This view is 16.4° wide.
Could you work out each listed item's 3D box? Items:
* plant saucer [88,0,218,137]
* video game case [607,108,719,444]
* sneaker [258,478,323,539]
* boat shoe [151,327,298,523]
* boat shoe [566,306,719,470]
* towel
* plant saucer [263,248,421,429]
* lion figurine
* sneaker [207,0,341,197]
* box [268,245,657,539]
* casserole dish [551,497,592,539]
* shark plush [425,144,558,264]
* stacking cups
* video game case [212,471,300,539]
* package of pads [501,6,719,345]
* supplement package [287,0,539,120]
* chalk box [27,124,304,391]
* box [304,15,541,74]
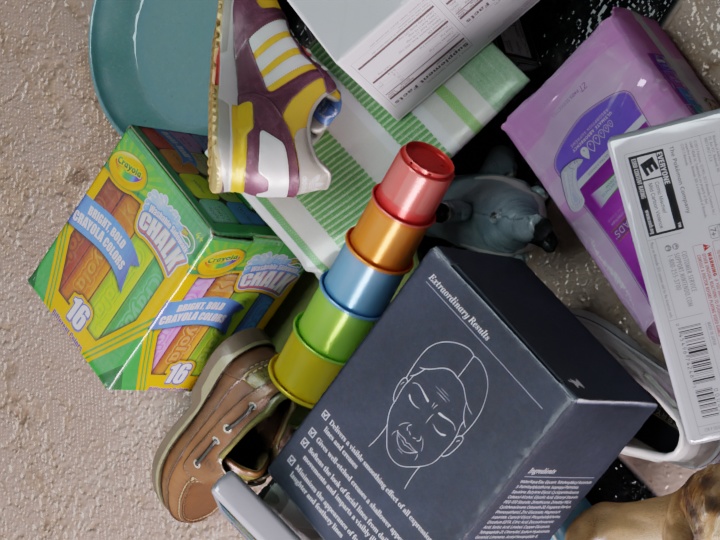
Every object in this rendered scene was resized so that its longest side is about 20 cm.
[{"bbox_3d":[-0.133,-0.187,1.950,0.200,0.036,0.200,-4,84,40],"label":"plant saucer"},{"bbox_3d":[0.263,-0.007,1.525,0.182,0.022,0.200,-14,94,20],"label":"video game case"},{"bbox_3d":[-0.005,0.145,1.778,0.088,0.074,0.200,37,137,0],"label":"sneaker"},{"bbox_3d":[-0.100,0.133,1.846,0.068,0.072,0.200,51,142,26],"label":"boat shoe"},{"bbox_3d":[0.155,0.078,1.656,0.200,0.066,0.072,34,108,38],"label":"boat shoe"},{"bbox_3d":[0.002,-0.106,1.728,0.200,0.023,0.153,-45,58,5],"label":"towel"},{"bbox_3d":[-0.023,0.019,1.841,0.200,0.031,0.200,-4,83,40],"label":"plant saucer"},{"bbox_3d":[0.183,0.173,1.595,0.200,0.073,0.123,-6,43,35],"label":"lion figurine"},{"bbox_3d":[-0.058,-0.133,1.720,0.075,0.090,0.200,104,169,-57],"label":"sneaker"},{"bbox_3d":[0.064,0.108,1.612,0.148,0.107,0.200,49,114,29],"label":"box"},{"bbox_3d":[0.091,0.173,1.724,0.121,0.039,0.200,-53,57,25],"label":"casserole dish"},{"bbox_3d":[0.079,-0.027,1.681,0.200,0.083,0.091,-133,54,-65],"label":"shark plush"},{"bbox_3d":[0.000,0.000,1.671,0.061,0.060,0.200,47,126,33],"label":"stacking cups"},{"bbox_3d":[-0.022,0.219,1.685,0.022,0.182,0.200,-44,84,-8],"label":"video game case"},{"bbox_3d":[0.190,-0.061,1.631,0.121,0.076,0.200,-47,59,28],"label":"package of pads"},{"bbox_3d":[0.011,-0.235,1.690,0.156,0.111,0.200,-40,61,7],"label":"supplement package"},{"bbox_3d":[-0.125,-0.023,1.831,0.125,0.124,0.200,49,117,31],"label":"chalk box"},{"bbox_3d":[0.030,-0.202,1.799,0.158,0.050,0.200,-31,67,36],"label":"box"}]
